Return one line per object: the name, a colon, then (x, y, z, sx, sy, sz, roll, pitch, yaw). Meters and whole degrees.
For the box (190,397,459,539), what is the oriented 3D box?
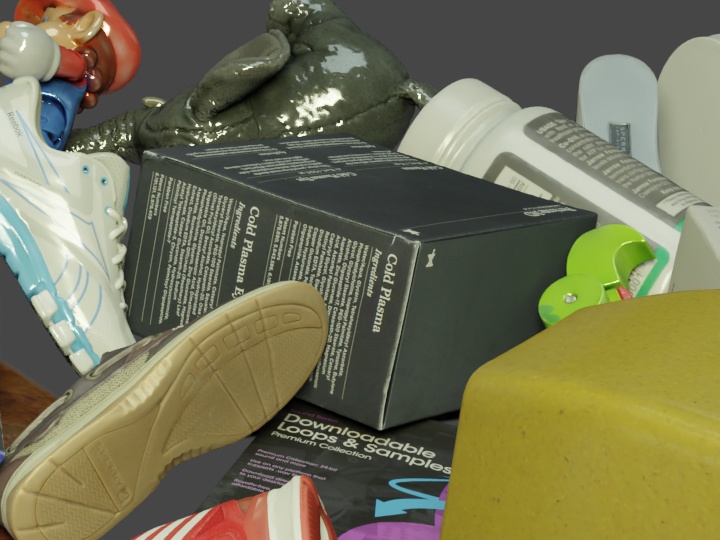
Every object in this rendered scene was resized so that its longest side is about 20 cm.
box: (0.002, 0.124, 1.195, 0.142, 0.036, 0.200, 14, 23, 12)

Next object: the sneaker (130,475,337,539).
sneaker: (-0.065, 0.179, 1.034, 0.115, 0.079, 0.201, -15, 32, 11)

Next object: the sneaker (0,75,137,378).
sneaker: (-0.147, -0.015, 1.280, 0.086, 0.201, 0.075, -34, 1, -8)

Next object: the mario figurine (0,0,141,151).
mario figurine: (-0.213, -0.110, 1.518, 0.123, 0.106, 0.201, -23, 32, 29)

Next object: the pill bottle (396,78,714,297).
pill bottle: (0.121, -0.027, 1.445, 0.199, 0.114, 0.113, 35, 33, 26)

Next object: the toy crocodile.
toy crocodile: (0.136, 0.060, 1.294, 0.061, 0.068, 0.201, -18, 41, 16)

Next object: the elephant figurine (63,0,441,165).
elephant figurine: (-0.074, -0.088, 1.566, 0.199, 0.155, 0.142, -24, 72, -36)

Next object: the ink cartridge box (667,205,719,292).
ink cartridge box: (0.248, 0.076, 1.252, 0.145, 0.147, 0.200, 3, 24, -11)

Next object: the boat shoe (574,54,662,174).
boat shoe: (0.157, -0.038, 1.572, 0.074, 0.086, 0.203, 3, 53, 2)

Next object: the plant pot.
plant pot: (0.146, 0.114, 1.071, 0.199, 0.197, 0.194, 21, 26, 28)

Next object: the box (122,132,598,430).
box: (0.000, 0.000, 1.340, 0.181, 0.105, 0.199, 18, 15, 31)

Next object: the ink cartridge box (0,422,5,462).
ink cartridge box: (-0.225, 0.042, 1.180, 0.099, 0.039, 0.201, 28, 31, -35)

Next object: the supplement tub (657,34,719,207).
supplement tub: (0.316, -0.102, 1.682, 0.199, 0.146, 0.145, -4, 26, -27)

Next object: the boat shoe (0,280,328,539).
boat shoe: (-0.103, 0.064, 1.197, 0.200, 0.072, 0.065, -39, 37, -24)
